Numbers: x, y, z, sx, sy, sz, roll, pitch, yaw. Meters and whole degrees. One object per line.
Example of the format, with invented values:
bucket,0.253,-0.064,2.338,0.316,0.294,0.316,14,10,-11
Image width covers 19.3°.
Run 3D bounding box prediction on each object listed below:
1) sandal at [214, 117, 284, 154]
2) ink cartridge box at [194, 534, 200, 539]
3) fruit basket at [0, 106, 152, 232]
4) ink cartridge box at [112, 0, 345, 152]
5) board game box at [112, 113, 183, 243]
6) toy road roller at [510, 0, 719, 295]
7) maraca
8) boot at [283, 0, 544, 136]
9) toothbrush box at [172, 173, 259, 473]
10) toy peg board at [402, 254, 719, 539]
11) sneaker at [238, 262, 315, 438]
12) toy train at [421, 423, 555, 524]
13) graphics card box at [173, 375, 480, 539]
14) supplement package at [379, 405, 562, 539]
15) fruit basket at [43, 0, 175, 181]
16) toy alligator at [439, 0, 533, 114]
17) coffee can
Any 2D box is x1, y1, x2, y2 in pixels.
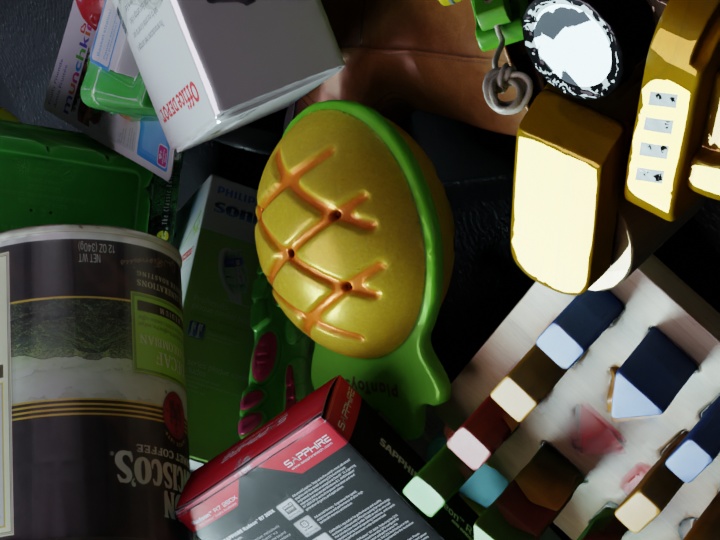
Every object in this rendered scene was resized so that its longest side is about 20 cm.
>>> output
sandal,-0.114,-0.125,1.452,0.200,0.075,0.048,22,104,37
ink cartridge box,-0.046,0.210,1.332,0.200,0.048,0.146,-17,120,45
fruit basket,-0.259,-0.047,1.436,0.215,0.215,0.156,-1,83,57
ink cartridge box,-0.096,-0.181,1.211,0.200,0.084,0.145,69,165,-1
board game box,-0.163,-0.065,1.509,0.200,0.023,0.105,-146,64,-68
toy road roller,0.162,-0.069,1.013,0.146,0.123,0.200,29,138,26
maraca,0.000,0.000,1.223,0.137,0.107,0.201,3,106,51
boot,0.042,-0.098,1.252,0.200,0.068,0.189,11,117,44
toothbrush box,-0.107,0.058,1.452,0.086,0.200,0.146,19,155,-17
toy peg board,0.136,0.111,1.151,0.200,0.098,0.199,42,139,5
sneaker,-0.026,0.046,1.368,0.077,0.200,0.084,4,163,35
toy train,0.109,0.089,1.272,0.200,0.056,0.150,-5,117,43
graphics card box,0.004,0.167,1.243,0.125,0.051,0.200,-35,109,27
supplement package,0.034,0.195,1.434,0.200,0.111,0.156,47,147,23
fruit basket,-0.151,-0.172,1.383,0.200,0.094,0.186,29,105,49
toy alligator,0.071,-0.148,1.097,0.054,0.059,0.200,52,-154,-53
coffee can,-0.176,0.090,1.284,0.146,0.146,0.201,141,128,-60
